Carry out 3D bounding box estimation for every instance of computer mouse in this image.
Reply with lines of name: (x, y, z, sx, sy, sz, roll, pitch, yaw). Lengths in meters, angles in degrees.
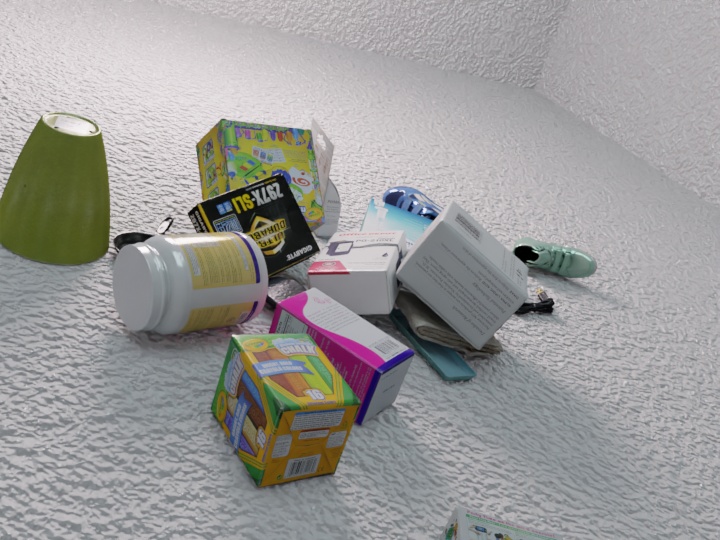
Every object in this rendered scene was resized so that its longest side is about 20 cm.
computer mouse: (0.335, 0.025, 1.802, 0.139, 0.047, 0.200, 3, 30, -30)

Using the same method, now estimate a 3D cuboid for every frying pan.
frying pan: (-0.373, -0.051, 1.446, 0.113, 0.031, 0.190, 9, 24, -23)

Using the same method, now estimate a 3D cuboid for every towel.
towel: (0.155, 0.097, 1.507, 0.198, 0.035, 0.133, 19, 19, -27)

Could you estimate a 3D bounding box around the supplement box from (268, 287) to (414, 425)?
supplement box: (-0.036, 0.124, 1.260, 0.199, 0.104, 0.101, 33, 28, 23)

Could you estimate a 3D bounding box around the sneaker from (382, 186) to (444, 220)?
sneaker: (0.133, -0.134, 1.943, 0.198, 0.075, 0.082, 27, 28, 17)

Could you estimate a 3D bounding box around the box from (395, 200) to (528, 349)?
box: (0.185, 0.002, 1.482, 0.200, 0.131, 0.199, 41, 18, -1)

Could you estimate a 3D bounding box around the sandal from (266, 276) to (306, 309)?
sandal: (-0.098, 0.073, 1.389, 0.076, 0.043, 0.199, -19, 44, -43)

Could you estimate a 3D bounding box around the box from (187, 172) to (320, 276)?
box: (-0.181, -0.066, 1.452, 0.199, 0.049, 0.161, -26, 89, -43)

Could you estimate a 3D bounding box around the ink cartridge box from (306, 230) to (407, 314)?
ink cartridge box: (0.000, 0.000, 1.504, 0.142, 0.086, 0.200, -1, 22, 13)

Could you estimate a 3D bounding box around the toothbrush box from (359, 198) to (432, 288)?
toothbrush box: (0.067, -0.056, 1.719, 0.145, 0.086, 0.201, 19, 24, -3)

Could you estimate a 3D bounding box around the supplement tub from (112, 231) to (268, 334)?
supplement tub: (-0.255, 0.018, 1.260, 0.198, 0.147, 0.145, -5, 34, -43)

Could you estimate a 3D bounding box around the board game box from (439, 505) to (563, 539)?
board game box: (0.173, 0.377, 0.955, 0.146, 0.065, 0.201, 18, 26, -7)

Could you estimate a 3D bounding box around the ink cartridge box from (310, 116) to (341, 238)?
ink cartridge box: (-0.077, -0.195, 1.753, 0.056, 0.202, 0.163, 4, 29, -25)

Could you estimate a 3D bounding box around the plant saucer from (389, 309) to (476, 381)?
plant saucer: (0.122, 0.130, 1.467, 0.069, 0.019, 0.200, 2, 30, -35)

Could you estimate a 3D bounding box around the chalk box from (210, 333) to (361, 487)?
chalk box: (-0.111, 0.163, 1.100, 0.123, 0.125, 0.200, 0, 32, -37)

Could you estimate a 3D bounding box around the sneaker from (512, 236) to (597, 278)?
sneaker: (0.445, -0.019, 1.937, 0.198, 0.075, 0.118, 17, 17, 16)

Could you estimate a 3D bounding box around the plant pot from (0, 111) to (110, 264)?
plant pot: (-0.483, -0.144, 1.349, 0.185, 0.202, 0.188, 16, 25, -8)

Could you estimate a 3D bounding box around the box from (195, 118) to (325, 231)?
box: (-0.191, -0.166, 1.594, 0.198, 0.122, 0.196, 1, 73, -36)
